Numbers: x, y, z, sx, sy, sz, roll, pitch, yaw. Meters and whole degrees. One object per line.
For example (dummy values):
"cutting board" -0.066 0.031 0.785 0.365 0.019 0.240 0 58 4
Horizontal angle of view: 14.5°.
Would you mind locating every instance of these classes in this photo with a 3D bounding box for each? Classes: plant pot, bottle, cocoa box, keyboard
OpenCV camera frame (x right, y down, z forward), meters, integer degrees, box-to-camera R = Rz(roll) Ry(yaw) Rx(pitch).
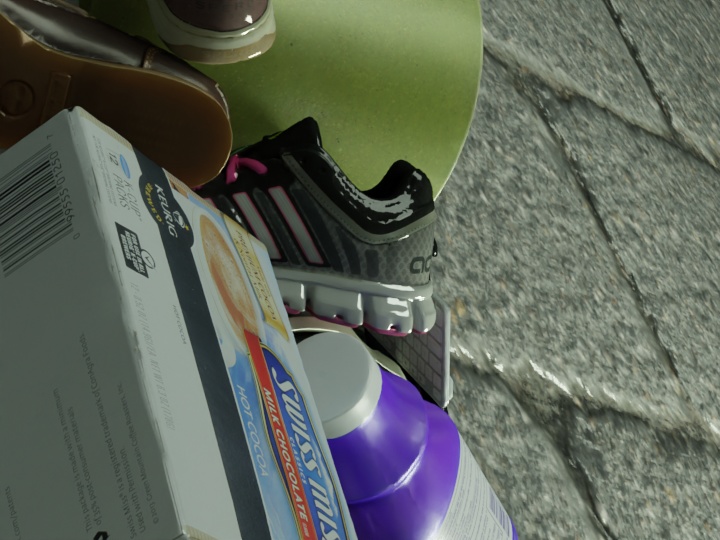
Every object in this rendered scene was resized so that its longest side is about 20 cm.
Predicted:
"plant pot" -0.076 -0.110 1.369 0.199 0.187 0.188 14 43 -39
"bottle" 0.016 0.101 1.292 0.200 0.065 0.084 58 40 -50
"cocoa box" -0.096 0.071 1.048 0.131 0.133 0.201 35 28 -48
"keyboard" 0.000 0.000 1.434 0.200 0.011 0.057 -135 -147 -54

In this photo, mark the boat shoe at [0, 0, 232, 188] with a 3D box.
"boat shoe" -0.151 -0.087 1.215 0.199 0.071 0.070 22 16 -17

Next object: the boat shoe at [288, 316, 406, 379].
"boat shoe" -0.018 0.070 1.337 0.200 0.072 0.068 26 34 -61

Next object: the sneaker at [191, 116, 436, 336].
"sneaker" -0.052 -0.032 1.289 0.199 0.088 0.074 13 5 -13

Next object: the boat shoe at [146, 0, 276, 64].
"boat shoe" -0.081 -0.177 1.264 0.071 0.065 0.201 -5 46 -17

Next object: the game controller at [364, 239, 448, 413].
"game controller" 0.023 0.009 1.543 0.200 0.042 0.105 -92 177 -58
